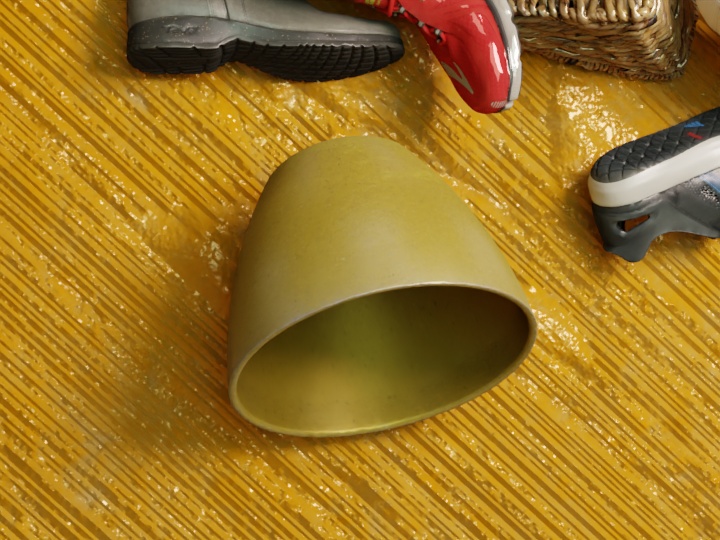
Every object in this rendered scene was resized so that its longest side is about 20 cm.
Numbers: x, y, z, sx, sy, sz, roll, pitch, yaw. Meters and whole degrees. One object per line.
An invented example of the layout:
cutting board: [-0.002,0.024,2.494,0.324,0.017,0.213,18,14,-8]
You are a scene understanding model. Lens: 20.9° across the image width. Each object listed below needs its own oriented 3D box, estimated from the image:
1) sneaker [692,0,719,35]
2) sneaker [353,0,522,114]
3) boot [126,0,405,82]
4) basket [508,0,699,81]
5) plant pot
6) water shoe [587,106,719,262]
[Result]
sneaker: [0.296,-0.156,1.344,0.199,0.081,0.076,23,116,-41]
sneaker: [0.034,-0.184,1.303,0.085,0.077,0.201,-24,79,-32]
boot: [-0.067,-0.201,1.318,0.199,0.068,0.132,2,75,-16]
basket: [0.163,-0.246,1.372,0.142,0.149,0.201,5,82,22]
plant pot: [0.000,0.000,1.260,0.199,0.200,0.143,-7,60,-13]
water shoe: [0.250,-0.065,1.379,0.199,0.072,0.079,-17,115,-15]
